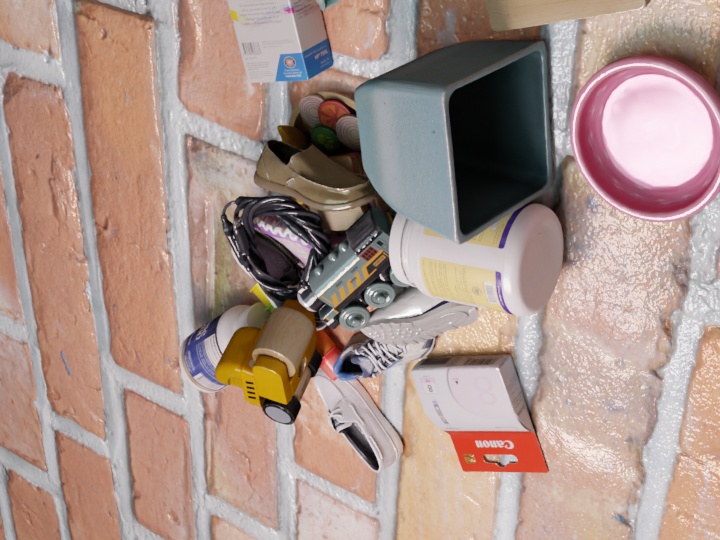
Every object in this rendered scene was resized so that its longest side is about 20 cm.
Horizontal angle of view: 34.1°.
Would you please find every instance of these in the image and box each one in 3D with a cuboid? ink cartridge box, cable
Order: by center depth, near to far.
[{"bbox_3d":[-0.119,-0.366,1.617,0.115,0.067,0.203,5,118,36],"label":"ink cartridge box"},{"bbox_3d":[-0.110,-0.028,1.729,0.161,0.051,0.202,-8,121,28],"label":"cable"},{"bbox_3d":[0.176,0.224,1.747,0.161,0.057,0.203,-6,107,39],"label":"ink cartridge box"}]

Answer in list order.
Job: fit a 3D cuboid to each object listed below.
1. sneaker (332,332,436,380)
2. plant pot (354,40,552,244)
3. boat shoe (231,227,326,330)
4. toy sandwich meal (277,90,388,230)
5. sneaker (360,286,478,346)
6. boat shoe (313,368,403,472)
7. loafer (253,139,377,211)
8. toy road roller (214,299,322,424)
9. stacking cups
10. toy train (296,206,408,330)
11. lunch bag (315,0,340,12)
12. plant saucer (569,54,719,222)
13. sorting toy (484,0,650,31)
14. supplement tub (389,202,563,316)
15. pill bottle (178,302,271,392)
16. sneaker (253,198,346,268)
[{"bbox_3d":[0.033,0.128,1.780,0.199,0.085,0.078,-29,96,45],"label":"sneaker"},{"bbox_3d":[0.103,-0.179,1.473,0.199,0.195,0.199,20,128,42],"label":"plant pot"},{"bbox_3d":[-0.119,0.011,1.828,0.199,0.076,0.060,40,148,-2],"label":"boat shoe"},{"bbox_3d":[-0.041,-0.153,1.680,0.203,0.070,0.208,20,127,29],"label":"toy sandwich meal"},{"bbox_3d":[0.085,0.051,1.685,0.198,0.082,0.076,-17,149,31],"label":"sneaker"},{"bbox_3d":[-0.017,0.240,1.900,0.201,0.068,0.072,54,135,3],"label":"boat shoe"},{"bbox_3d":[-0.067,-0.133,1.621,0.198,0.076,0.068,14,120,28],"label":"loafer"},{"bbox_3d":[-0.147,0.131,1.780,0.144,0.124,0.201,17,147,12],"label":"toy road roller"},{"bbox_3d":[-0.090,0.087,1.882,0.200,0.060,0.060,48,135,1],"label":"stacking cups"},{"bbox_3d":[0.000,0.000,1.662,0.113,0.086,0.200,34,116,-31],"label":"toy train"},{"bbox_3d":[-0.028,-0.430,1.469,0.199,0.122,0.172,-12,110,51],"label":"lunch bag"},{"bbox_3d":[0.344,-0.158,1.377,0.198,0.051,0.203,19,126,29],"label":"plant saucer"},{"bbox_3d":[0.225,-0.388,1.321,0.198,0.069,0.201,0,116,39],"label":"sorting toy"},{"bbox_3d":[0.151,-0.026,1.547,0.198,0.145,0.147,12,123,34],"label":"supplement tub"},{"bbox_3d":[-0.210,0.124,1.959,0.199,0.111,0.112,-30,95,45],"label":"pill bottle"},{"bbox_3d":[-0.084,-0.045,1.782,0.198,0.080,0.089,22,135,27],"label":"sneaker"}]
